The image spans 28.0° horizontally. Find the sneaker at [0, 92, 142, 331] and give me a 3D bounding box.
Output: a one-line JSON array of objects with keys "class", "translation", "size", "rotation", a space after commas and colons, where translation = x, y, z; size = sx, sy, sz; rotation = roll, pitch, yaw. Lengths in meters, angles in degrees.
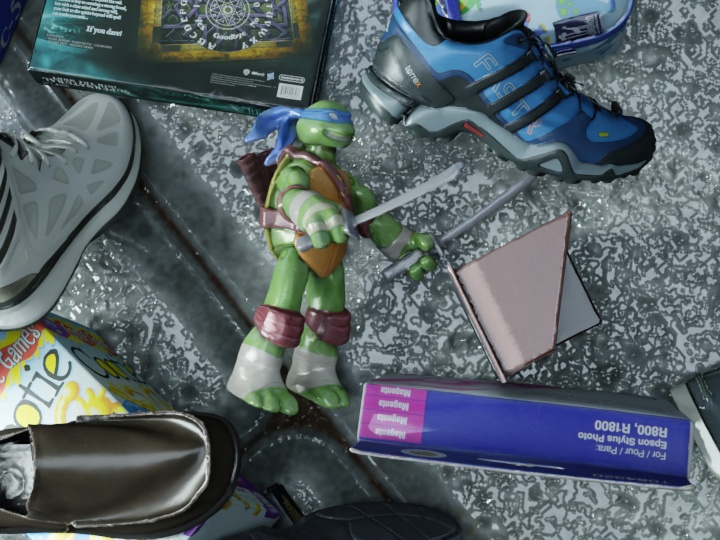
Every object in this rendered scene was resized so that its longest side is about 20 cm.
[{"class": "sneaker", "translation": [-0.205, -0.071, 0.929], "size": [0.075, 0.116, 0.202], "rotation": [4, 48, 19]}]

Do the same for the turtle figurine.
[{"class": "turtle figurine", "translation": [0.000, 0.000, 0.926], "size": [0.198, 0.144, 0.196], "rotation": [16, 100, 0]}]

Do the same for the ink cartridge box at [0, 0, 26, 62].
[{"class": "ink cartridge box", "translation": [-0.246, -0.242, 0.991], "size": [0.044, 0.094, 0.202], "rotation": [23, 90, 6]}]

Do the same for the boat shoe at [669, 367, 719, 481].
[{"class": "boat shoe", "translation": [0.274, 0.151, 0.930], "size": [0.061, 0.073, 0.201], "rotation": [-30, 80, 8]}]

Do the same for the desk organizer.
[{"class": "desk organizer", "translation": [0.104, 0.019, 0.890], "size": [0.076, 0.200, 0.072], "rotation": [-26, 85, 3]}]

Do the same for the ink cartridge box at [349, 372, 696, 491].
[{"class": "ink cartridge box", "translation": [0.100, 0.093, 0.887], "size": [0.194, 0.200, 0.044], "rotation": [6, 89, 6]}]

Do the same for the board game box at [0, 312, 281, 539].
[{"class": "board game box", "translation": [-0.167, 0.127, 0.937], "size": [0.200, 0.105, 0.103], "rotation": [40, 92, 23]}]

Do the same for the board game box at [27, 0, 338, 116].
[{"class": "board game box", "translation": [-0.117, -0.181, 0.993], "size": [0.198, 0.028, 0.137], "rotation": [10, 75, 6]}]

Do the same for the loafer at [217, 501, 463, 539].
[{"class": "loafer", "translation": [-0.020, 0.195, 0.925], "size": [0.072, 0.199, 0.064], "rotation": [28, 114, 46]}]

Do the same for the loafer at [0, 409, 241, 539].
[{"class": "loafer", "translation": [-0.165, 0.122, 0.842], "size": [0.198, 0.071, 0.074], "rotation": [-11, 73, 17]}]

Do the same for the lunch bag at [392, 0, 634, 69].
[{"class": "lunch bag", "translation": [0.092, -0.229, 0.961], "size": [0.159, 0.082, 0.202], "rotation": [-8, 86, 9]}]

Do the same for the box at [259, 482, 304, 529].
[{"class": "box", "translation": [-0.079, 0.283, 0.976], "size": [0.198, 0.050, 0.201], "rotation": [-36, 84, 3]}]

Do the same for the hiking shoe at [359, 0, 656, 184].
[{"class": "hiking shoe", "translation": [0.102, -0.113, 0.897], "size": [0.198, 0.075, 0.087], "rotation": [13, 115, -16]}]
